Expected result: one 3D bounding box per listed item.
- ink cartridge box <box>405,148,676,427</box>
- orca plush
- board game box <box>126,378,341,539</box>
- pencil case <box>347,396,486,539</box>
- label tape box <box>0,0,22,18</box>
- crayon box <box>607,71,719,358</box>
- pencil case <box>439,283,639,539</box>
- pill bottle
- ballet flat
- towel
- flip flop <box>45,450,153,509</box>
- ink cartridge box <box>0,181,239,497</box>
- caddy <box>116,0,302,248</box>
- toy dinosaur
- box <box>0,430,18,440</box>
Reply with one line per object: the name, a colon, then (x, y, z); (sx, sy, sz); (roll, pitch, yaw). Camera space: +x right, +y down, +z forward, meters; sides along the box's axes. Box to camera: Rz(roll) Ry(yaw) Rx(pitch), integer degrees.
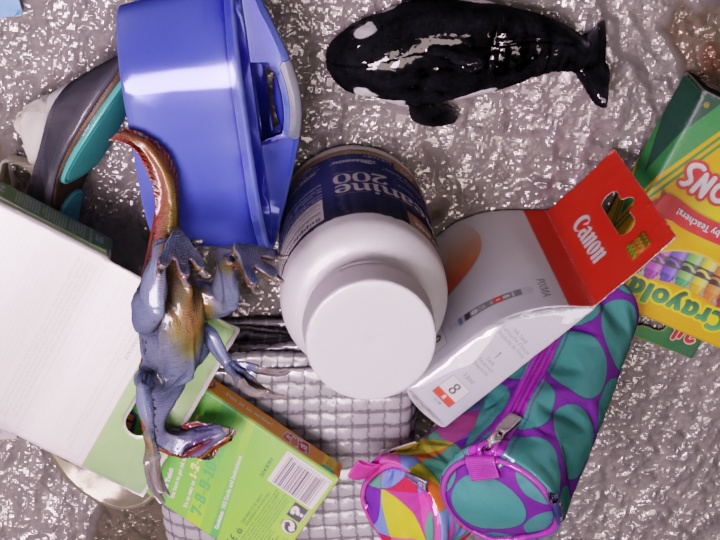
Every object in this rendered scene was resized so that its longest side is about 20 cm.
ink cartridge box: (0.107, -0.004, 0.952); (0.200, 0.163, 0.050); (-43, 112, 14)
orca plush: (0.077, -0.135, 0.940); (0.197, 0.071, 0.106); (12, 113, -9)
board game box: (-0.120, 0.123, 0.977); (0.199, 0.030, 0.096); (34, 109, -7)
pencil case: (0.088, 0.135, 1.005); (0.199, 0.088, 0.090); (-24, 123, -40)
label tape box: (-0.335, -0.207, 0.883); (0.197, 0.066, 0.145); (-10, 115, 2)
crayon box: (0.249, -0.027, 1.013); (0.126, 0.051, 0.202); (20, 112, -13)
pencil case: (0.127, 0.086, 0.941); (0.084, 0.201, 0.093); (7, 136, 26)
pill bottle: (0.000, 0.000, 0.925); (0.109, 0.201, 0.112); (-2, 115, -3)
ballet flat: (-0.215, -0.072, 0.952); (0.072, 0.073, 0.201); (20, 118, -13)
towel: (-0.056, 0.120, 1.042); (0.197, 0.086, 0.168); (-3, 113, -1)
flip flop: (-0.219, 0.105, 1.035); (0.080, 0.058, 0.202); (-23, 114, 7)
ink cartridge box: (-0.201, 0.045, 0.929); (0.198, 0.048, 0.147); (28, 103, -17)
caddy: (-0.090, -0.108, 0.903); (0.103, 0.142, 0.202); (-6, 116, 2)
toy dinosaur: (-0.109, 0.042, 0.883); (0.104, 0.202, 0.182); (-7, 152, -31)
box: (-0.321, 0.064, 0.994); (0.197, 0.042, 0.121); (-3, 113, 12)
